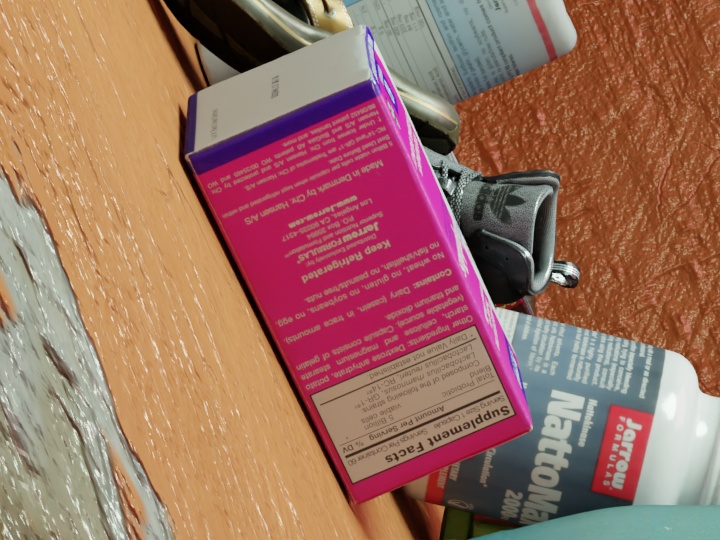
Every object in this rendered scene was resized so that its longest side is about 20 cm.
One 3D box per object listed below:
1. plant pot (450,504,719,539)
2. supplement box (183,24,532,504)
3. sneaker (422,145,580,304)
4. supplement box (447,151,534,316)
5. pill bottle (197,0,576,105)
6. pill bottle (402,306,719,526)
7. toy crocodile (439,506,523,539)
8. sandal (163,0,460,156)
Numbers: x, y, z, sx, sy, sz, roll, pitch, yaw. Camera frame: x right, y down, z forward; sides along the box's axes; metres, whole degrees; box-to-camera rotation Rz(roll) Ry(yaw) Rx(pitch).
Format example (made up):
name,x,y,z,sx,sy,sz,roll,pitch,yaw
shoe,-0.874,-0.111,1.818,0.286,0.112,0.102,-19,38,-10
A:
name,x,y,z,sx,sy,sz,roll,pitch,yaw
plant pot,0.163,0.214,1.445,0.200,0.187,0.201,-19,90,-83
supplement box,-0.001,-0.003,1.324,0.101,0.103,0.201,-97,164,-69
sneaker,0.037,-0.043,1.407,0.200,0.113,0.076,42,56,-42
supplement box,0.040,0.011,1.671,0.200,0.109,0.061,58,7,-53
pill bottle,0.014,-0.135,1.528,0.109,0.199,0.109,-24,90,-85
pill bottle,0.133,0.096,1.544,0.120,0.199,0.120,13,90,-86
toy crocodile,0.089,0.125,1.626,0.200,0.067,0.062,-77,178,-47
sandal,-0.027,-0.129,1.439,0.199,0.055,0.082,29,-19,-9
